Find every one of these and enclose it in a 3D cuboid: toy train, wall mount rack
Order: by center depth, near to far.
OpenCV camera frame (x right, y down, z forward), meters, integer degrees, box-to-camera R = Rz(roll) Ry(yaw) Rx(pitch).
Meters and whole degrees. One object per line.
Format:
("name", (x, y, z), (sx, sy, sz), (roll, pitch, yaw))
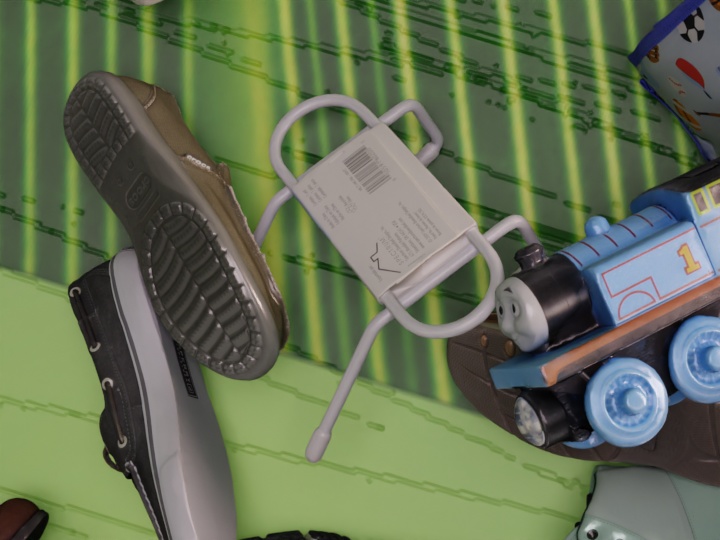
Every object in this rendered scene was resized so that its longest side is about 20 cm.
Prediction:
("toy train", (0.157, 0.017, 1.253), (0.200, 0.087, 0.114), (-25, 93, -18))
("wall mount rack", (0.000, 0.000, 1.323), (0.174, 0.075, 0.200), (-37, 51, -2))

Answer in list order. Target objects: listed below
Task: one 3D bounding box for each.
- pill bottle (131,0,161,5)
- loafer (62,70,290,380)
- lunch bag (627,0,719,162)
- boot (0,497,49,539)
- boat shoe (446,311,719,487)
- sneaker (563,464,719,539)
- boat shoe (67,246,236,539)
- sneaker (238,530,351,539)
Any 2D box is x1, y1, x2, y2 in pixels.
("pill bottle", (-0.142, -0.258, 1.339), (0.113, 0.113, 0.200), (-38, 87, 0))
("loafer", (-0.090, -0.031, 1.334), (0.075, 0.070, 0.200), (-42, 71, 39))
("lunch bag", (0.249, -0.104, 1.292), (0.124, 0.200, 0.170), (-38, 86, -32))
("boot", (-0.300, 0.128, 1.363), (0.188, 0.068, 0.200), (-37, 85, 13))
("boat shoe", (0.147, 0.065, 1.344), (0.200, 0.072, 0.076), (19, 125, 8))
("sneaker", (0.161, 0.197, 1.309), (0.118, 0.074, 0.201), (7, 55, 0))
("boat shoe", (-0.118, 0.084, 1.338), (0.057, 0.069, 0.200), (-22, 66, 17))
("sneaker", (-0.008, 0.195, 1.344), (0.200, 0.078, 0.080), (9, 98, 2))
